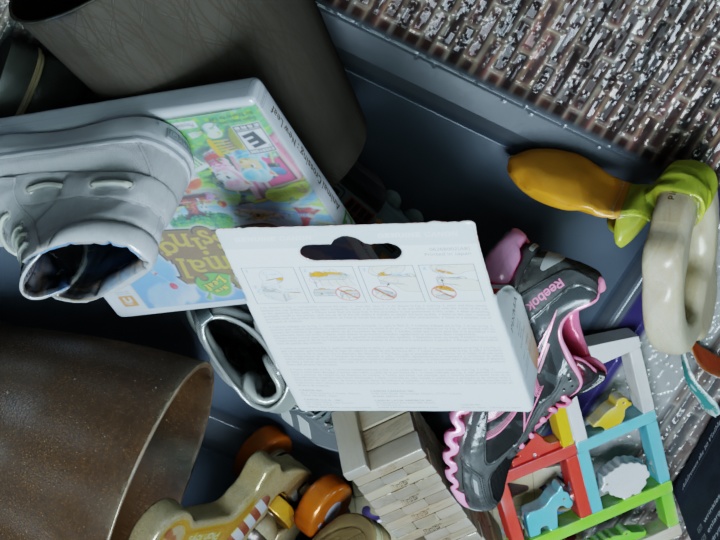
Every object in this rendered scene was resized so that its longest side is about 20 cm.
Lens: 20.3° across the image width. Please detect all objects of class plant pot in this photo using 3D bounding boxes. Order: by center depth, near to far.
[{"bbox_3d":[-0.226,0.112,1.352,0.199,0.187,0.188,22,117,9],"label":"plant pot"}]

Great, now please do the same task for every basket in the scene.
[{"bbox_3d":[-0.089,-0.138,1.243,0.180,0.136,0.200,-45,124,-14],"label":"basket"}]

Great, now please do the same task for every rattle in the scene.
[{"bbox_3d":[0.185,0.013,1.387,0.142,0.131,0.200,-5,147,10],"label":"rattle"}]

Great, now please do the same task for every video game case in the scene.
[{"bbox_3d":[-0.109,-0.039,1.243,0.199,0.022,0.182,-6,140,27],"label":"video game case"}]

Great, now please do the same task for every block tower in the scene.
[{"bbox_3d":[0.047,0.162,1.409,0.057,0.054,0.200,-25,137,11],"label":"block tower"}]

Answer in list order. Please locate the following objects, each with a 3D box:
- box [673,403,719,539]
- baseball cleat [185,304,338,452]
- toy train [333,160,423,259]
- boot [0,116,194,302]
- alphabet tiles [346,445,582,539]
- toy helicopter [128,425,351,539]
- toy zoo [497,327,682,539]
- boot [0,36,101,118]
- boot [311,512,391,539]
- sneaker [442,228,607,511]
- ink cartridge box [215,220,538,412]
[{"bbox_3d":[0.328,0.148,1.398,0.123,0.197,0.201,18,116,-15],"label":"box"},{"bbox_3d":[-0.044,0.084,1.382,0.200,0.107,0.070,36,105,-24],"label":"baseball cleat"},{"bbox_3d":[0.000,0.000,1.358,0.200,0.085,0.114,38,100,-23],"label":"toy train"},{"bbox_3d":[-0.192,-0.027,1.188,0.199,0.096,0.074,-13,136,34],"label":"boot"},{"bbox_3d":[0.066,0.194,1.496,0.198,0.006,0.167,-8,128,0],"label":"alphabet tiles"},{"bbox_3d":[-0.100,0.183,1.381,0.079,0.200,0.133,36,104,25],"label":"toy helicopter"},{"bbox_3d":[0.153,0.127,1.446,0.130,0.020,0.201,-21,114,-11],"label":"toy zoo"},{"bbox_3d":[-0.207,-0.038,1.323,0.137,0.078,0.201,21,116,-21],"label":"boot"},{"bbox_3d":[0.012,0.274,1.437,0.155,0.073,0.201,14,97,-39],"label":"boot"},{"bbox_3d":[0.113,0.076,1.341,0.095,0.079,0.202,15,112,11],"label":"sneaker"},{"bbox_3d":[0.014,0.017,1.233,0.161,0.050,0.201,-1,142,16],"label":"ink cartridge box"}]
